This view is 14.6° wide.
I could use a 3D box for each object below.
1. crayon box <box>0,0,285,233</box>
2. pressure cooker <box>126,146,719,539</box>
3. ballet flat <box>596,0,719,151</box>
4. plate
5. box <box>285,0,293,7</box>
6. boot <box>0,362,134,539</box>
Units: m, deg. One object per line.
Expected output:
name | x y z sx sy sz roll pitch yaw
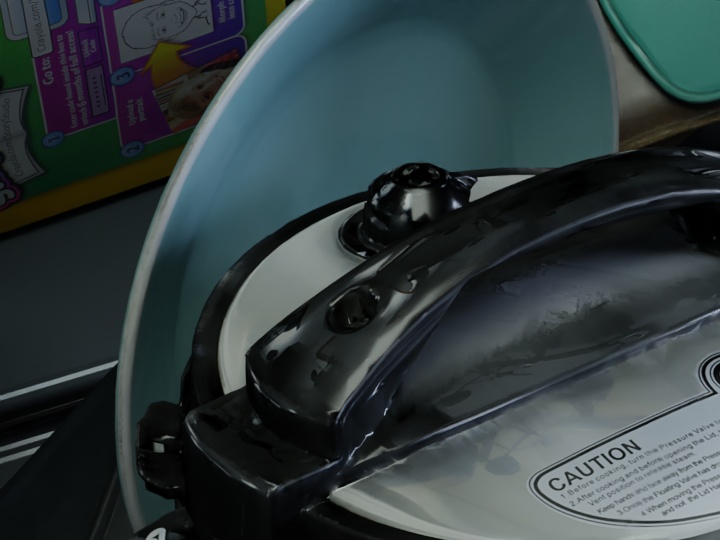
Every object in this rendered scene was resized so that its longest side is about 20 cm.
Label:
crayon box | -0.087 -0.101 0.814 0.118 0.200 0.058 -20 56 -12
pressure cooker | 0.039 0.068 0.663 0.178 0.200 0.176 7 32 10
ballet flat | 0.077 -0.057 0.840 0.200 0.072 0.068 -35 84 2
plate | 0.000 0.000 0.743 0.026 0.200 0.200 24 57 34
box | 0.015 -0.160 0.853 0.122 0.200 0.106 -25 57 -16
boot | -0.128 0.082 0.757 0.168 0.077 0.200 5 43 16
